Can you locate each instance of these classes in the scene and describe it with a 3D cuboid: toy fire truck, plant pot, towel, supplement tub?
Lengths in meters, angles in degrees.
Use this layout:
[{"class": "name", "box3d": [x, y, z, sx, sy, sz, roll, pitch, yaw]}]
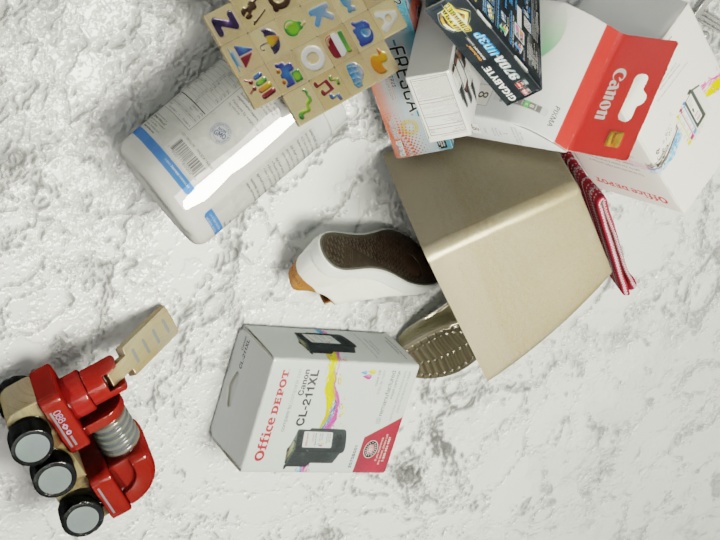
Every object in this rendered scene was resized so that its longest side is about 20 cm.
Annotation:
[{"class": "toy fire truck", "box3d": [-0.260, 0.147, 1.697, 0.198, 0.129, 0.177, -28, 127, -4]}, {"class": "plant pot", "box3d": [0.157, -0.043, 1.762, 0.175, 0.201, 0.201, -26, 128, 4]}, {"class": "towel", "box3d": [0.254, -0.079, 1.837, 0.022, 0.201, 0.146, -25, 126, -1]}, {"class": "supplement tub", "box3d": [-0.126, -0.135, 1.608, 0.199, 0.132, 0.132, -40, 129, -8]}]

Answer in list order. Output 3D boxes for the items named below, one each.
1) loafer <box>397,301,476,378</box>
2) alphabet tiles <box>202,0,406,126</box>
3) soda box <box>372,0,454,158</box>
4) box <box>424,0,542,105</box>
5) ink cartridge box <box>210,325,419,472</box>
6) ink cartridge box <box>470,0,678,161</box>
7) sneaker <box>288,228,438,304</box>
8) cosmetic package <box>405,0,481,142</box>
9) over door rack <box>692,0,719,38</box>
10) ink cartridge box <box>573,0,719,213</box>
[{"class": "loafer", "box3d": [0.127, 0.059, 1.914, 0.198, 0.069, 0.076, -27, 126, 3]}, {"class": "alphabet tiles", "box3d": [-0.050, -0.239, 1.561, 0.199, 0.006, 0.168, -32, 94, -30]}, {"class": "soda box", "box3d": [0.043, -0.219, 1.698, 0.068, 0.064, 0.201, -9, 128, 17]}, {"class": "box", "box3d": [0.128, -0.293, 1.651, 0.046, 0.202, 0.159, -21, 137, 28]}, {"class": "ink cartridge box", "box3d": [-0.052, 0.149, 1.836, 0.198, 0.083, 0.147, 4, 113, -34]}, {"class": "ink cartridge box", "box3d": [0.213, -0.205, 1.711, 0.162, 0.198, 0.050, -64, 144, -21]}, {"class": "sneaker", "box3d": [0.000, 0.000, 1.815, 0.199, 0.074, 0.084, 9, 144, -43]}, {"class": "cosmetic package", "box3d": [0.094, -0.228, 1.664, 0.050, 0.201, 0.083, -7, 131, 18]}, {"class": "over door rack", "box3d": [0.491, -0.342, 1.927, 0.147, 0.067, 0.202, 18, 104, -38]}, {"class": "ink cartridge box", "box3d": [0.314, -0.193, 1.831, 0.145, 0.147, 0.200, -51, 131, -14]}]
